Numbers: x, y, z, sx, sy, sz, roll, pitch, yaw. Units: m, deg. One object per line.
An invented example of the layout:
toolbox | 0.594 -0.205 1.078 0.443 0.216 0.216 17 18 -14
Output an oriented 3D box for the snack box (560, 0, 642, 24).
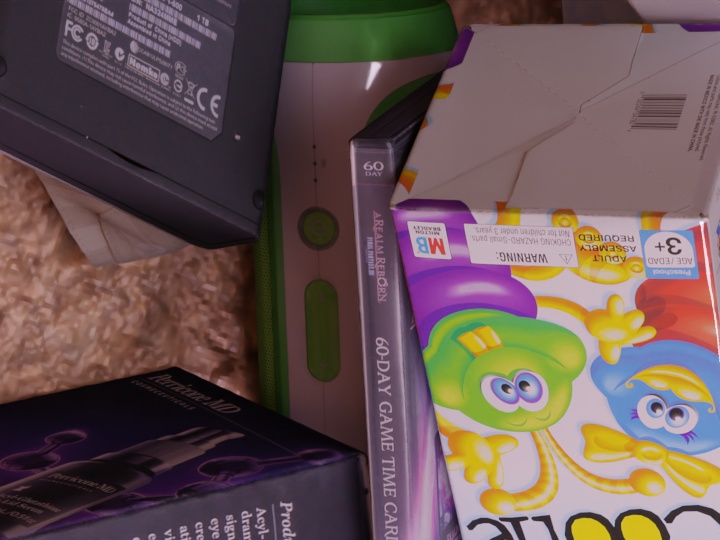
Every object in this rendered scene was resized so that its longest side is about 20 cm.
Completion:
snack box | 0.109 -0.202 0.969 0.142 0.053 0.200 -39 127 -60

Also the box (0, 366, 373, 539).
box | -0.112 0.113 0.893 0.200 0.148 0.104 -12 106 -29

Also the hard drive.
hard drive | -0.074 -0.124 0.875 0.140 0.033 0.200 27 63 -45

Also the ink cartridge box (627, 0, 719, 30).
ink cartridge box | 0.155 -0.162 0.904 0.145 0.083 0.200 42 53 -57

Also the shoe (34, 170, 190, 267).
shoe | -0.117 -0.078 0.895 0.200 0.053 0.070 56 28 -28

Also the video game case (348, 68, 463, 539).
video game case | 0.031 0.035 0.910 0.143 0.019 0.200 -42 132 -65

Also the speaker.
speaker | 0.000 0.000 0.973 0.088 0.088 0.200 -9 104 -29

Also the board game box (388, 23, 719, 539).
board game box | 0.086 0.027 0.883 0.105 0.103 0.200 -67 152 -47
